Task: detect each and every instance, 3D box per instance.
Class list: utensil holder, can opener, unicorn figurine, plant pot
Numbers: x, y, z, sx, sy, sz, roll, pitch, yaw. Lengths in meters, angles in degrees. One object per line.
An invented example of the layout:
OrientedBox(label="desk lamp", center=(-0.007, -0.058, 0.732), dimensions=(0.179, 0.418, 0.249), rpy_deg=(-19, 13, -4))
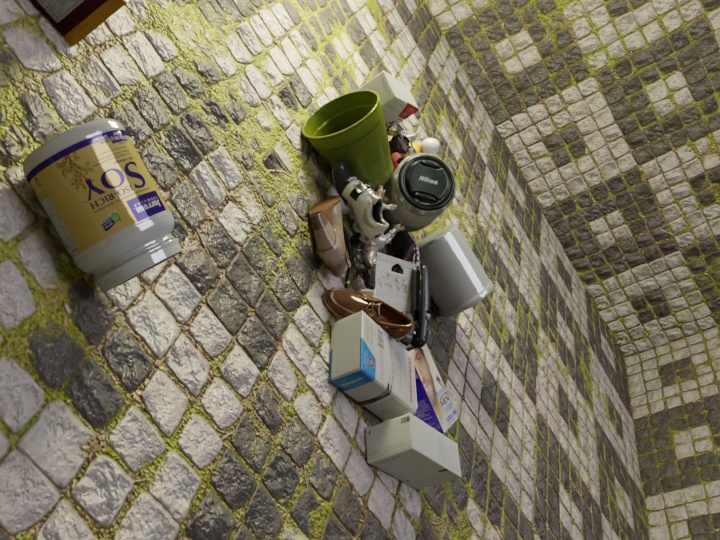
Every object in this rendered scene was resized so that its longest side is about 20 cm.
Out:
OrientedBox(label="utensil holder", center=(0.241, -0.001, 1.985), dimensions=(0.201, 0.169, 0.170), rpy_deg=(58, 27, -9))
OrientedBox(label="can opener", center=(0.136, 0.082, 1.695), dimensions=(0.079, 0.063, 0.201), rpy_deg=(38, 58, -51))
OrientedBox(label="unicorn figurine", center=(0.044, -0.092, 1.766), dimensions=(0.137, 0.074, 0.201), rpy_deg=(-30, 96, -30))
OrientedBox(label="plant pot", center=(-0.012, -0.299, 1.768), dimensions=(0.201, 0.199, 0.194), rpy_deg=(-79, 149, -50))

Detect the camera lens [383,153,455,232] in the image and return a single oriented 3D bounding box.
OrientedBox(label="camera lens", center=(0.142, -0.194, 1.850), dimensions=(0.200, 0.159, 0.161), rpy_deg=(133, -63, -72))

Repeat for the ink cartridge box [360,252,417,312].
OrientedBox(label="ink cartridge box", center=(0.066, 0.060, 1.681), dimensions=(0.200, 0.043, 0.175), rpy_deg=(15, 74, -57))

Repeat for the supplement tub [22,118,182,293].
OrientedBox(label="supplement tub", center=(-0.344, -0.086, 0.990), dimensions=(0.201, 0.145, 0.145), rpy_deg=(61, 26, -6))

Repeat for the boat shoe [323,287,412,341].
OrientedBox(label="boat shoe", center=(0.021, 0.082, 1.538), dimensions=(0.199, 0.068, 0.072), rpy_deg=(26, 58, -13))

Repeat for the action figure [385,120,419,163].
OrientedBox(label="action figure", center=(0.066, -0.311, 1.880), dimensions=(0.131, 0.199, 0.069), rpy_deg=(61, 25, -11))

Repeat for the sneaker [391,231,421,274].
OrientedBox(label="sneaker", center=(0.101, -0.015, 1.841), dimensions=(0.115, 0.075, 0.201), rpy_deg=(14, 56, -54))

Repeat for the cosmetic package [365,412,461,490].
OrientedBox(label="cosmetic package", center=(0.109, 0.371, 1.484), dimensions=(0.200, 0.112, 0.082), rpy_deg=(36, 38, -42))

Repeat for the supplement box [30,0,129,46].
OrientedBox(label="supplement box", center=(-0.452, -0.511, 1.164), dimensions=(0.200, 0.132, 0.198), rpy_deg=(50, 30, -29))

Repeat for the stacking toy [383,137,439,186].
OrientedBox(label="stacking toy", center=(0.129, -0.304, 1.992), dimensions=(0.146, 0.199, 0.147), rpy_deg=(43, 33, -38))

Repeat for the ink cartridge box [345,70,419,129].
OrientedBox(label="ink cartridge box", center=(0.029, -0.409, 1.887), dimensions=(0.147, 0.199, 0.083), rpy_deg=(4, 59, -60))

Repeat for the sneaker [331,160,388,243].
OrientedBox(label="sneaker", center=(0.006, -0.172, 1.676), dimensions=(0.074, 0.088, 0.201), rpy_deg=(-30, 94, -53))

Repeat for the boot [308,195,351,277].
OrientedBox(label="boot", center=(-0.060, -0.074, 1.612), dimensions=(0.200, 0.070, 0.147), rpy_deg=(-59, 129, -64))

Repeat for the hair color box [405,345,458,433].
OrientedBox(label="hair color box", center=(0.147, 0.276, 1.689), dimensions=(0.109, 0.065, 0.201), rpy_deg=(-20, 84, -63))

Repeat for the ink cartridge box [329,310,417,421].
OrientedBox(label="ink cartridge box", center=(0.028, 0.202, 1.505), dimensions=(0.200, 0.084, 0.147), rpy_deg=(44, 33, -37))

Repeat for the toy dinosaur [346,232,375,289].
OrientedBox(label="toy dinosaur", center=(0.000, 0.000, 1.676), dimensions=(0.088, 0.047, 0.201), rpy_deg=(41, 38, -33))
